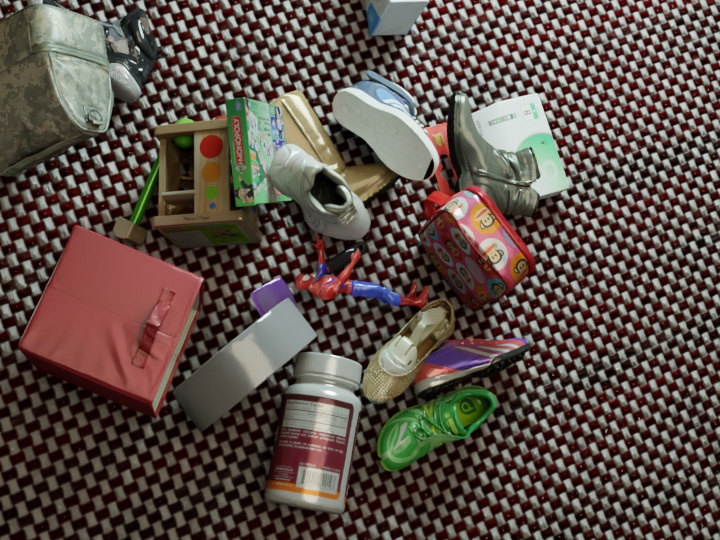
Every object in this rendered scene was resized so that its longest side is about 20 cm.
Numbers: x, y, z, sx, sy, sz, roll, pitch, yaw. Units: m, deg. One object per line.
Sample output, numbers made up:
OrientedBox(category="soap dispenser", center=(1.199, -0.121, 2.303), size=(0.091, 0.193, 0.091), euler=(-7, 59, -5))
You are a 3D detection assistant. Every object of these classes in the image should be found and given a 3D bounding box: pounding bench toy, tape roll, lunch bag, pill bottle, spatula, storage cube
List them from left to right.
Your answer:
OrientedBox(category="lunch bag", center=(-0.428, -0.230, 1.342), size=(0.139, 0.197, 0.171), euler=(8, 68, -60))
OrientedBox(category="storage cube", center=(-0.314, 0.070, 1.312), size=(0.177, 0.200, 0.174), euler=(22, 74, -3))
OrientedBox(category="pounding bench toy", center=(-0.244, -0.123, 1.404), size=(0.195, 0.124, 0.160), euler=(-4, 77, 7))
OrientedBox(category="tape roll", center=(-0.152, 0.124, 1.339), size=(0.199, 0.200, 0.067), euler=(-39, 89, -19))
OrientedBox(category="spatula", center=(-0.069, 0.011, 1.479), size=(0.198, 0.021, 0.057), euler=(-32, 93, -20))
OrientedBox(category="pill bottle", center=(-0.060, 0.222, 1.388), size=(0.112, 0.114, 0.204), euler=(13, 75, -12))
OrientedBox(category="lunch bag", center=(0.153, -0.039, 1.457), size=(0.082, 0.200, 0.177), euler=(-39, 90, -14))

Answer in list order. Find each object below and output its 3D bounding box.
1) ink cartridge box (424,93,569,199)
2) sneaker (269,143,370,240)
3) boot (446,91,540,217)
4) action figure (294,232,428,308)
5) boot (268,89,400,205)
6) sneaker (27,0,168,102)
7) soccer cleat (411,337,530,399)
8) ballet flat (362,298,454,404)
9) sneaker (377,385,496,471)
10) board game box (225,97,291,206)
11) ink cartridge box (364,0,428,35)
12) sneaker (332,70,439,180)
OrientedBox(category="ink cartridge box", center=(0.211, -0.176, 1.582), size=(0.196, 0.050, 0.164), euler=(-15, 82, -20))
OrientedBox(category="sneaker", center=(-0.039, -0.090, 1.388), size=(0.199, 0.099, 0.079), euler=(36, 85, -46))
OrientedBox(category="boot", center=(0.203, -0.175, 1.544), size=(0.128, 0.068, 0.205), euler=(-7, 90, -5))
OrientedBox(category="action figure", center=(0.000, 0.000, 1.462), size=(0.196, 0.065, 0.101), euler=(3, 93, -22))
OrientedBox(category="boot", center=(-0.045, -0.184, 1.506), size=(0.174, 0.066, 0.202), euler=(-34, 87, -19))
OrientedBox(category="sneaker", center=(-0.370, -0.342, 1.449), size=(0.199, 0.075, 0.115), euler=(41, 70, -10))
OrientedBox(category="soccer cleat", center=(0.159, 0.125, 1.496), size=(0.196, 0.068, 0.074), euler=(-17, 71, -18))
OrientedBox(category="ballet flat", center=(0.069, 0.104, 1.427), size=(0.070, 0.066, 0.200), euler=(30, 50, 16))
OrientedBox(category="sneaker", center=(0.109, 0.217, 1.450), size=(0.198, 0.084, 0.075), euler=(-28, 86, -18))
OrientedBox(category="board game box", center=(-0.135, -0.158, 1.375), size=(0.028, 0.200, 0.138), euler=(-4, 94, 10))
OrientedBox(category="ink cartridge box", center=(0.043, -0.482, 1.566), size=(0.066, 0.116, 0.204), euler=(-6, 79, -17))
OrientedBox(category="sneaker", center=(0.066, -0.217, 1.503), size=(0.199, 0.082, 0.146), euler=(38, 34, 20))
